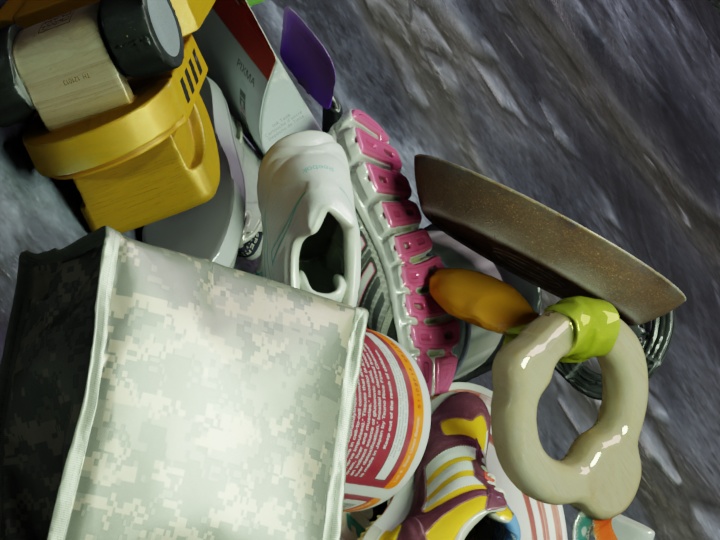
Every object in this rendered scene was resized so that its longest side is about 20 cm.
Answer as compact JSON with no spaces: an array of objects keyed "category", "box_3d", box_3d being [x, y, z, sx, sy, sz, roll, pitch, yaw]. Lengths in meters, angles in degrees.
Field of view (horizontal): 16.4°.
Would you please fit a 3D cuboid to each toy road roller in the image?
[{"category":"toy road roller","box_3d":[-0.146,-0.113,1.526,0.200,0.123,0.146,-76,146,-63]}]

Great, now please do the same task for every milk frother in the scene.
[{"category":"milk frother","box_3d":[0.098,0.035,1.765,0.181,0.200,0.188,63,20,3]}]

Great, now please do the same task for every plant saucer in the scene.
[{"category":"plant saucer","box_3d":[0.116,-0.014,1.631,0.200,0.035,0.200,29,-4,2]}]

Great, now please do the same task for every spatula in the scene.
[{"category":"spatula","box_3d":[-0.025,-0.115,1.684,0.057,0.021,0.200,50,-6,19]}]

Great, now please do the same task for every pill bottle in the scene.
[{"category":"pill bottle","box_3d":[-0.055,0.077,1.444,0.200,0.113,0.113,15,46,-56]}]

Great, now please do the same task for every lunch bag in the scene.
[{"category":"lunch bag","box_3d":[-0.097,0.100,1.253,0.164,0.117,0.201,17,72,-32]}]

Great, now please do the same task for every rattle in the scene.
[{"category":"rattle","box_3d":[0.111,0.110,1.606,0.130,0.142,0.200,-50,132,-43]}]

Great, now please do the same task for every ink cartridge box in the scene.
[{"category":"ink cartridge box","box_3d":[-0.095,-0.157,1.682,0.163,0.057,0.200,53,1,39]}]

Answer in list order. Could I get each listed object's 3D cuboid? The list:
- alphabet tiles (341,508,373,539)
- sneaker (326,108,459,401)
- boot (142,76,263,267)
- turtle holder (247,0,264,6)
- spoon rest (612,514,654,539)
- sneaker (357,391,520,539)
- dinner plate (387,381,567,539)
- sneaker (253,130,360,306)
[{"category":"alphabet tiles","box_3d":[-0.021,0.173,1.543,0.196,0.015,0.200,47,22,-30]},{"category":"sneaker","box_3d":[0.000,0.000,1.647,0.074,0.087,0.201,-8,78,-63]},{"category":"boot","box_3d":[-0.087,-0.037,1.613,0.096,0.073,0.200,50,23,-37]},{"category":"turtle holder","box_3d":[-0.095,-0.312,1.913,0.186,0.141,0.132,50,2,3]},{"category":"spoon rest","box_3d":[0.126,0.209,1.636,0.099,0.061,0.200,23,20,30]},{"category":"sneaker","box_3d":[0.065,0.150,1.554,0.200,0.090,0.075,-63,143,-46]},{"category":"dinner plate","box_3d":[0.075,0.174,1.669,0.200,0.024,0.201,22,60,-46]},{"category":"sneaker","box_3d":[-0.035,0.016,1.554,0.080,0.070,0.201,-112,-162,-50]}]
